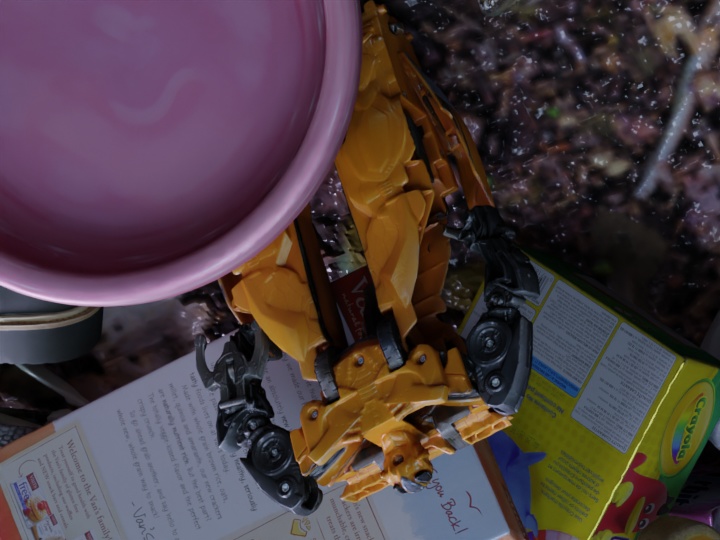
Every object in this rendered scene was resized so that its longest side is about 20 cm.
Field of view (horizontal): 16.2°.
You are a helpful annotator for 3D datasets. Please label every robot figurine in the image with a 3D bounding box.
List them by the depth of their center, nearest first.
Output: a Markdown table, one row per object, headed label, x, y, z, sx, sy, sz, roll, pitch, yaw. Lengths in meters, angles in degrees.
| label | x | y | z | sx | sy | sz | roll | pitch | yaw |
| --- | --- | --- | --- | --- | --- | --- | --- | --- | --- |
| robot figurine | 0.000 | 0.000 | 0.997 | 0.145 | 0.200 | 0.058 | -27 | 149 | 20 |

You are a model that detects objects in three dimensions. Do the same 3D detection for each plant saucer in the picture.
| label | x | y | z | sx | sy | sz | roll | pitch | yaw |
| --- | --- | --- | --- | --- | --- | --- | --- | --- | --- |
| plant saucer | -0.095 | -0.086 | 0.984 | 0.200 | 0.051 | 0.201 | 0 | 88 | 10 |

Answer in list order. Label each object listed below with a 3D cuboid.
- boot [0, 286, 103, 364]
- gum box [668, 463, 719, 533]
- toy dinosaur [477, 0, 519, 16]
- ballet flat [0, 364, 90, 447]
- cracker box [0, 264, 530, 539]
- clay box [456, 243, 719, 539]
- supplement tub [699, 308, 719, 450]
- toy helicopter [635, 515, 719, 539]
| label | x | y | z | sx | sy | sz | roll | pitch | yaw |
| --- | --- | --- | --- | --- | --- | --- | --- | --- | --- |
| boot | -0.205 | -0.037 | 1.060 | 0.199 | 0.078 | 0.139 | -1 | 120 | -13 |
| gum box | 0.125 | 0.188 | 1.127 | 0.113 | 0.066 | 0.201 | 3 | 104 | 34 |
| toy dinosaur | 0.104 | -0.182 | 0.964 | 0.200 | 0.048 | 0.088 | -36 | 130 | 22 |
| ballet flat | -0.195 | 0.056 | 1.127 | 0.200 | 0.072 | 0.072 | 17 | 122 | -9 |
| cracker box | -0.044 | 0.100 | 1.043 | 0.200 | 0.134 | 0.058 | -26 | 153 | 7 |
| clay box | 0.064 | 0.102 | 1.070 | 0.048 | 0.115 | 0.200 | 16 | 105 | -46 |
| supplement tub | 0.247 | 0.076 | 1.081 | 0.200 | 0.123 | 0.122 | 40 | 116 | -21 |
| toy helicopter | 0.168 | 0.173 | 1.045 | 0.200 | 0.132 | 0.079 | 42 | 160 | -33 |
